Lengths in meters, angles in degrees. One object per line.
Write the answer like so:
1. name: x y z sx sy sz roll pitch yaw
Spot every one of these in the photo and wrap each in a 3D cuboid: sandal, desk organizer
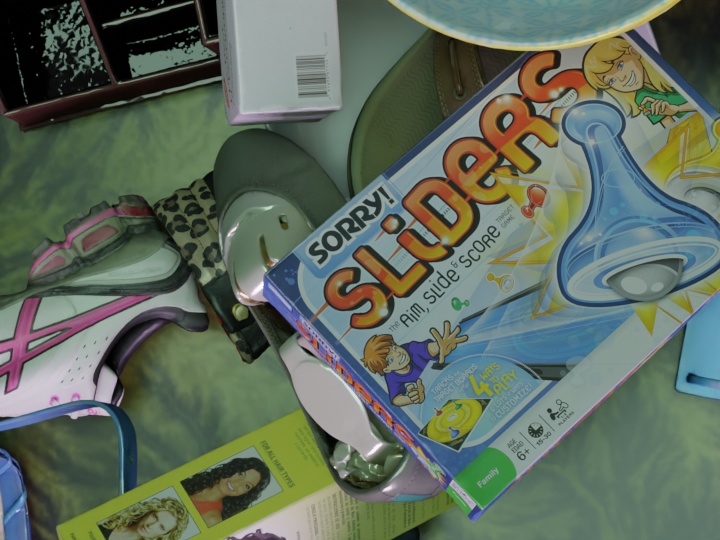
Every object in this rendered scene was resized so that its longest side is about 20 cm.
1. sandal: 0.062 -0.095 0.809 0.080 0.057 0.201 34 86 -7
2. desk organizer: -0.108 -0.136 0.914 0.200 0.077 0.072 -13 85 9

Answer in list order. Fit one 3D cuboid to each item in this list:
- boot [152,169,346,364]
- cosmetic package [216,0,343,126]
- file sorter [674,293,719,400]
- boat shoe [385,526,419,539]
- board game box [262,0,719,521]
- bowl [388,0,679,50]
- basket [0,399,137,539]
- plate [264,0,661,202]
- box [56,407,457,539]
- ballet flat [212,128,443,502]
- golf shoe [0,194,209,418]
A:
1. boot: 0.000 0.000 0.876 0.150 0.073 0.200 -32 78 -6
2. cosmetic package: -0.043 -0.168 0.781 0.051 0.083 0.200 -4 91 -6
3. file sorter: 0.237 -0.026 0.825 0.139 0.123 0.200 10 89 11
4. boat shoe: -0.053 0.180 0.890 0.200 0.075 0.062 -25 82 9
5. board game box: 0.076 -0.009 0.742 0.200 0.034 0.135 -42 80 -14
6. bowl: 0.086 -0.192 0.744 0.200 0.108 0.200 1 92 18
7. basket: -0.200 0.166 0.871 0.200 0.139 0.177 -10 76 14
8. plate: 0.026 -0.152 0.848 0.200 0.032 0.200 -21 94 -8
9. box: -0.039 0.113 0.815 0.200 0.075 0.050 -26 53 -17
10. ballet flat: -0.022 0.016 0.776 0.067 0.064 0.200 -41 70 28
11. golf shoe: -0.175 0.050 0.918 0.200 0.073 0.092 -37 81 7
